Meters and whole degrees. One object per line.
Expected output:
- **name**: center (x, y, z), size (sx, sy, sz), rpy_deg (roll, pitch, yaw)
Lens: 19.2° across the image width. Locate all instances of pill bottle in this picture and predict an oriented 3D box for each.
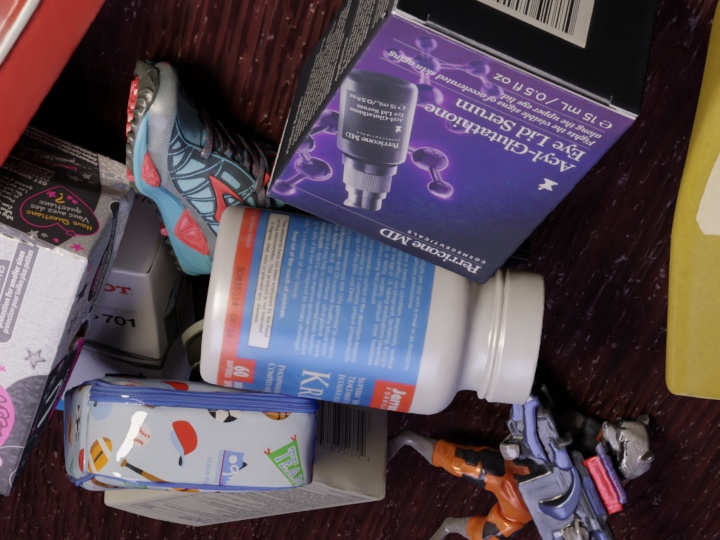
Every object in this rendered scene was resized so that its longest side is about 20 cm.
- **pill bottle**: center (0.008, 0.028, 1.298), size (0.200, 0.112, 0.112), rpy_deg (8, 146, -1)

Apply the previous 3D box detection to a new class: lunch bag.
- **lunch bag**: center (-0.108, 0.106, 1.386), size (0.160, 0.076, 0.200), rpy_deg (2, 177, -13)

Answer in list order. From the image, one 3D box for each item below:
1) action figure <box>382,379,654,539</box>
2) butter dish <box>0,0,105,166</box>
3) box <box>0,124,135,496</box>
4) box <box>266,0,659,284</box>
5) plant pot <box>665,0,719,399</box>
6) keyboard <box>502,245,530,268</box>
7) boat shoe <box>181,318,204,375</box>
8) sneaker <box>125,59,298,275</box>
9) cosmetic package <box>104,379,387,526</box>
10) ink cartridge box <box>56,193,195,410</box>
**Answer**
- **action figure**: center (0.118, 0.127, 1.541), size (0.193, 0.105, 0.200), rpy_deg (-9, 115, 21)
- **butter dish**: center (-0.267, -0.162, 1.207), size (0.199, 0.148, 0.200), rpy_deg (29, 103, -22)
- **box**: center (-0.236, 0.019, 1.330), size (0.132, 0.115, 0.200), rpy_deg (23, 125, -1)
- **box**: center (0.055, -0.101, 1.193), size (0.148, 0.104, 0.200), rpy_deg (21, 146, -11)
- **plant pot**: center (0.258, -0.065, 1.098), size (0.194, 0.196, 0.200), rpy_deg (3, 138, 17)
- **keyboard**: center (0.000, 0.000, 1.407), size (0.200, 0.021, 0.127), rpy_deg (-17, 162, 38)
- **boat shoe**: center (-0.037, 0.052, 1.435), size (0.201, 0.061, 0.072), rpy_deg (-13, 165, 32)
- **sneaker**: center (-0.087, -0.070, 1.335), size (0.095, 0.079, 0.200), rpy_deg (-4, 152, 10)
- **cosmetic package**: center (-0.085, 0.130, 1.567), size (0.200, 0.087, 0.103), rpy_deg (-14, 157, 40)
- **ink cartridge box**: center (-0.197, 0.015, 1.477), size (0.146, 0.086, 0.200), rpy_deg (11, 147, 7)
